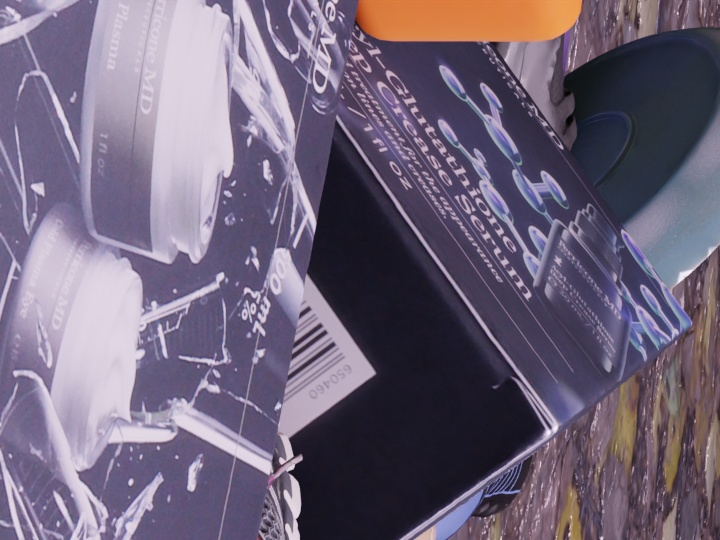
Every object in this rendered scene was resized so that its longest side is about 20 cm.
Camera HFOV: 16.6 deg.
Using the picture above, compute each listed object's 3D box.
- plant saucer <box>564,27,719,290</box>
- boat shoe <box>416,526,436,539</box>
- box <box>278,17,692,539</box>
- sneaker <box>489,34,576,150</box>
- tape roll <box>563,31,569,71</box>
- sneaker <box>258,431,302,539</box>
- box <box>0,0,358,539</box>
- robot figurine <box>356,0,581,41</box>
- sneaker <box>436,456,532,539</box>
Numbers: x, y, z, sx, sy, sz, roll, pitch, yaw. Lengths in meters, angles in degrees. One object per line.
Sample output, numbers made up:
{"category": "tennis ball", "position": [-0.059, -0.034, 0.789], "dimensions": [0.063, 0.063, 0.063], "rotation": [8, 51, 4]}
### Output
{"category": "plant saucer", "position": [0.096, -0.037, 1.055], "dimensions": [0.027, 0.200, 0.200], "rotation": [47, 41, -24]}
{"category": "boat shoe", "position": [-0.010, 0.174, 0.858], "dimensions": [0.072, 0.065, 0.201], "rotation": [166, -55, -78]}
{"category": "box", "position": [0.000, 0.000, 0.739], "dimensions": [0.149, 0.107, 0.200], "rotation": [54, 18, 5]}
{"category": "sneaker", "position": [0.048, -0.030, 0.880], "dimensions": [0.082, 0.073, 0.201], "rotation": [1, 107, -32]}
{"category": "tape roll", "position": [0.032, -0.108, 0.989], "dimensions": [0.200, 0.065, 0.201], "rotation": [5, 90, -74]}
{"category": "sneaker", "position": [-0.045, 0.072, 0.582], "dimensions": [0.075, 0.080, 0.200], "rotation": [83, -12, -58]}
{"category": "box", "position": [-0.093, -0.032, 0.491], "dimensions": [0.182, 0.104, 0.201], "rotation": [35, 61, -58]}
{"category": "robot figurine", "position": [0.015, -0.153, 0.638], "dimensions": [0.144, 0.117, 0.200], "rotation": [-34, 135, -18]}
{"category": "sneaker", "position": [0.040, 0.081, 1.058], "dimensions": [0.200, 0.070, 0.078], "rotation": [-57, 142, -60]}
